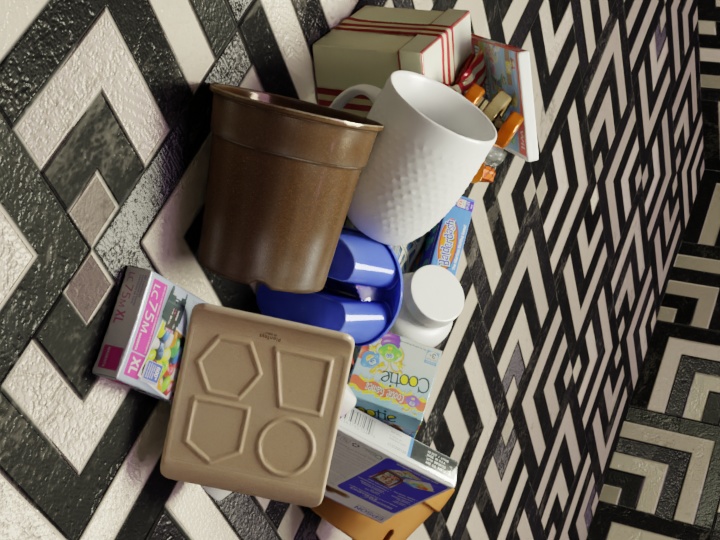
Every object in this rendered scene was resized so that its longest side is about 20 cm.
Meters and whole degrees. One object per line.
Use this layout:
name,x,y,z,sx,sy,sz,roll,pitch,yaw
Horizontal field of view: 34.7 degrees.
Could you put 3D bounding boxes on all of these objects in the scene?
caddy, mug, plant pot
caddy,-0.036,0.016,1.437,0.104,0.199,0.143,3,100,-48
mug,0.039,-0.141,1.396,0.176,0.199,0.147,-59,164,26
plant pot,0.019,0.322,1.675,0.141,0.199,0.200,-57,150,-8
plant pot,-0.091,-0.090,1.300,0.200,0.199,0.200,-10,115,-63

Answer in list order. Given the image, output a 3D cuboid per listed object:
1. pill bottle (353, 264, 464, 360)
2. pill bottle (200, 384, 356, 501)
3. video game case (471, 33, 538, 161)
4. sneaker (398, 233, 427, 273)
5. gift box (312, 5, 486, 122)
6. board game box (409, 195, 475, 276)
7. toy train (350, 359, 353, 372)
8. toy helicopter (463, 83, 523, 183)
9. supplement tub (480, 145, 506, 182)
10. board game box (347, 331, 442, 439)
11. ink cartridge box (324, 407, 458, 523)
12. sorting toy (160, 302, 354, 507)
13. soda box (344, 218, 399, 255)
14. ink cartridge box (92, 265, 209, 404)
pill bottle,0.061,0.070,1.602,0.200,0.108,0.109,-44,-167,54
pill bottle,-0.111,0.174,1.344,0.199,0.112,0.112,-39,146,-1
video game case,0.187,-0.238,1.561,0.200,0.017,0.145,-133,-148,-66
sneaker,0.049,-0.032,1.717,0.077,0.075,0.202,21,79,-68
gift box,0.063,-0.239,1.548,0.185,0.185,0.202,-51,141,-44
board game box,0.111,-0.021,1.772,0.200,0.045,0.154,135,-28,-75
toy train,-0.068,0.100,1.542,0.116,0.084,0.201,53,43,-35
toy helicopter,0.135,-0.147,1.508,0.201,0.079,0.132,-57,176,14
supplement tub,0.186,-0.250,1.868,0.122,0.121,0.202,9,91,-64
board game box,0.029,0.175,1.506,0.201,0.104,0.104,106,4,-59
ink cartridge box,-0.004,0.249,1.492,0.200,0.197,0.044,-42,-155,52
sorting toy,-0.113,0.148,1.273,0.036,0.183,0.202,-110,-147,-83
soda box,0.000,0.000,1.577,0.063,0.068,0.201,39,46,-23
ink cartridge box,-0.209,0.083,1.277,0.200,0.042,0.121,41,63,-62
